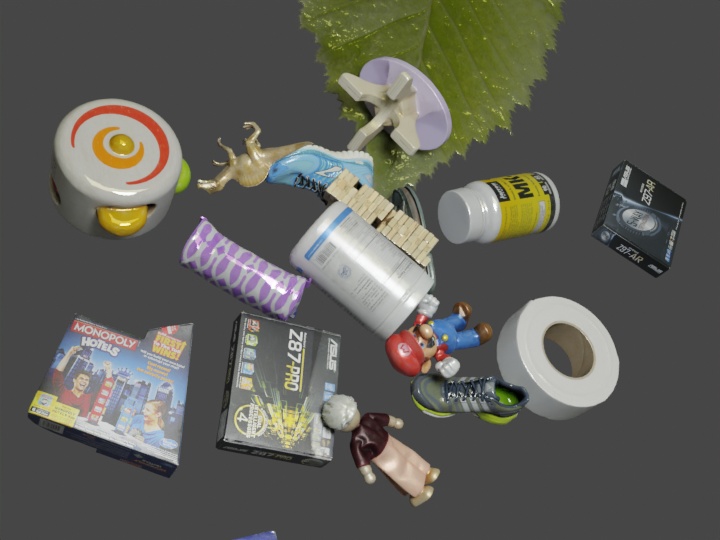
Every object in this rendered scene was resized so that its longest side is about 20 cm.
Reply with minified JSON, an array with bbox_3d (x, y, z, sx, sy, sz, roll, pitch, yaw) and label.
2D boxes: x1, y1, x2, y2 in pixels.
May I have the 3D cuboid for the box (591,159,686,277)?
[{"bbox_3d":[0.557,-0.105,1.720,0.160,0.044,0.200,33,54,-5],"label":"box"}]

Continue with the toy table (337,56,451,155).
[{"bbox_3d":[0.058,-0.285,1.522,0.200,0.184,0.117,36,37,13],"label":"toy table"}]

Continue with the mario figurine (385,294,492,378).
[{"bbox_3d":[0.124,0.100,1.351,0.200,0.123,0.106,-19,108,-42],"label":"mario figurine"}]

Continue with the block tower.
[{"bbox_3d":[0.035,-0.079,1.397,0.200,0.054,0.058,39,73,3],"label":"block tower"}]

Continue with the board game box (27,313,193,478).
[{"bbox_3d":[-0.311,0.147,1.163,0.200,0.062,0.200,23,54,-11],"label":"board game box"}]

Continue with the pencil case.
[{"bbox_3d":[-0.172,0.000,1.296,0.200,0.084,0.086,30,63,-5],"label":"pencil case"}]

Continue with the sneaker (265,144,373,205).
[{"bbox_3d":[-0.063,-0.154,1.443,0.200,0.078,0.090,-1,68,-24],"label":"sneaker"}]

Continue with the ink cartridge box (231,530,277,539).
[{"bbox_3d":[-0.167,0.438,1.075,0.199,0.041,0.200,-6,65,-27],"label":"ink cartridge box"}]

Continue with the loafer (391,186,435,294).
[{"bbox_3d":[0.075,-0.053,1.454,0.063,0.072,0.200,-4,66,-20],"label":"loafer"}]

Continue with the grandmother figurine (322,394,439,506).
[{"bbox_3d":[0.024,0.253,1.234,0.200,0.061,0.121,45,32,-13],"label":"grandmother figurine"}]

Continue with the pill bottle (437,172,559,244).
[{"bbox_3d":[0.244,-0.108,1.534,0.200,0.114,0.114,-12,68,-30],"label":"pill bottle"}]

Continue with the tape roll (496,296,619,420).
[{"bbox_3d":[0.332,0.146,1.456,0.202,0.071,0.203,11,59,-19],"label":"tape roll"}]

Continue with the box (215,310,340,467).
[{"bbox_3d":[-0.115,0.172,1.247,0.161,0.049,0.200,17,57,-20],"label":"box"}]

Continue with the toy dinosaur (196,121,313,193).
[{"bbox_3d":[-0.171,-0.184,1.396,0.200,0.058,0.101,-23,65,6],"label":"toy dinosaur"}]

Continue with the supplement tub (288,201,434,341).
[{"bbox_3d":[0.000,0.000,1.348,0.200,0.132,0.132,41,54,0],"label":"supplement tub"}]

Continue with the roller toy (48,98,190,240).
[{"bbox_3d":[-0.359,-0.149,1.262,0.182,0.140,0.200,34,54,-3],"label":"roller toy"}]

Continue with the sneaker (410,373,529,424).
[{"bbox_3d":[0.173,0.189,1.350,0.200,0.081,0.074,8,59,-20],"label":"sneaker"}]
